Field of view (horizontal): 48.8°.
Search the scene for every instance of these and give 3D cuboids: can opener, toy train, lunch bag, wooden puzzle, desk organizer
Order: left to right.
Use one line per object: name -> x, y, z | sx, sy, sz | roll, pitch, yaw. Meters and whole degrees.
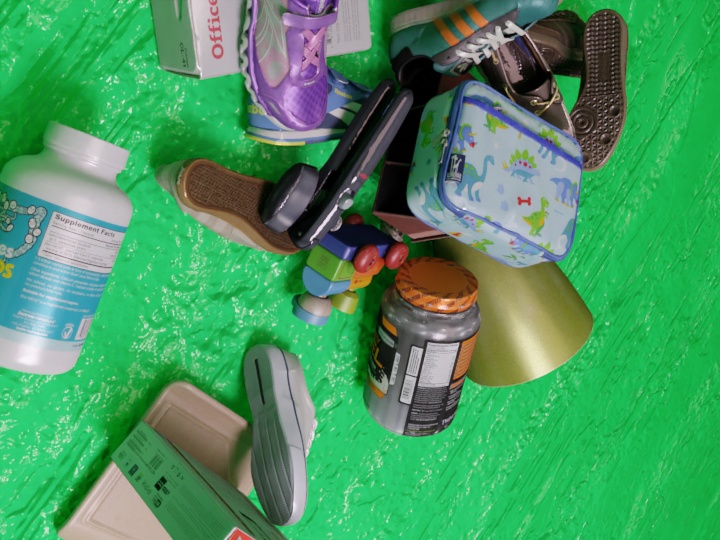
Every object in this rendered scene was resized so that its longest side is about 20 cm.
wooden puzzle -> -0.202, 0.233, 0.869 | 0.200, 0.037, 0.185 | -52, 131, -9
can opener -> -0.014, -0.106, 0.810 | 0.200, 0.063, 0.079 | -48, 155, 8
toy train -> 0.000, 0.000, 0.941 | 0.200, 0.085, 0.116 | -7, 127, -60
desk organizer -> 0.081, -0.142, 0.916 | 0.077, 0.072, 0.200 | 29, 65, -39
lunch bag -> 0.151, -0.104, 0.865 | 0.200, 0.082, 0.161 | 24, 70, -29

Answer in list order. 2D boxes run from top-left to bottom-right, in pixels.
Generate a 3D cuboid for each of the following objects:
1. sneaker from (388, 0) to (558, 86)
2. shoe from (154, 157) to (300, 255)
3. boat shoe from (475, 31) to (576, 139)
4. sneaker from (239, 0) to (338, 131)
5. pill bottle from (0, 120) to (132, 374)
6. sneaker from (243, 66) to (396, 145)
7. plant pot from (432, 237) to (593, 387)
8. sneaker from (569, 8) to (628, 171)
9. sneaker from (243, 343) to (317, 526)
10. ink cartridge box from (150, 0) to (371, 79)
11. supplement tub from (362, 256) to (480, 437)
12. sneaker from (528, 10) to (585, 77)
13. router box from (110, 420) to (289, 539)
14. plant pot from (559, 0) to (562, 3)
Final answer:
sneaker -> 0.119, -0.248, 0.848 | 0.071, 0.200, 0.080 | 6, 80, -52
shoe -> -0.127, -0.067, 0.819 | 0.200, 0.053, 0.070 | 29, 70, -53
boat shoe -> 0.194, -0.211, 0.922 | 0.072, 0.060, 0.200 | -36, 102, -10
sneaker -> -0.055, -0.215, 0.692 | 0.080, 0.088, 0.200 | -24, 122, -33
pill bottle -> -0.265, -0.021, 0.676 | 0.111, 0.111, 0.200 | 21, 90, -42
sneaker -> -0.032, -0.183, 0.847 | 0.200, 0.074, 0.082 | -15, 111, -37
plant pot -> 0.178, 0.014, 1.037 | 0.187, 0.187, 0.200 | -38, 111, -25
sneaker -> 0.309, -0.222, 1.003 | 0.076, 0.070, 0.200 | 0, 99, -63
sneaker -> -0.078, 0.177, 0.877 | 0.071, 0.073, 0.200 | 14, 60, -45
ink cartridge box -> -0.094, -0.273, 0.755 | 0.200, 0.086, 0.148 | -19, 116, -33
supplement tub -> 0.075, 0.092, 0.968 | 0.122, 0.123, 0.200 | -14, 127, -37
sneaker -> 0.250, -0.308, 1.052 | 0.200, 0.070, 0.076 | 2, 76, -38
router box -> -0.131, 0.249, 0.773 | 0.049, 0.200, 0.180 | -49, 130, -12
plant pot -> 0.162, -0.370, 0.893 | 0.200, 0.187, 0.188 | 15, 94, -53
